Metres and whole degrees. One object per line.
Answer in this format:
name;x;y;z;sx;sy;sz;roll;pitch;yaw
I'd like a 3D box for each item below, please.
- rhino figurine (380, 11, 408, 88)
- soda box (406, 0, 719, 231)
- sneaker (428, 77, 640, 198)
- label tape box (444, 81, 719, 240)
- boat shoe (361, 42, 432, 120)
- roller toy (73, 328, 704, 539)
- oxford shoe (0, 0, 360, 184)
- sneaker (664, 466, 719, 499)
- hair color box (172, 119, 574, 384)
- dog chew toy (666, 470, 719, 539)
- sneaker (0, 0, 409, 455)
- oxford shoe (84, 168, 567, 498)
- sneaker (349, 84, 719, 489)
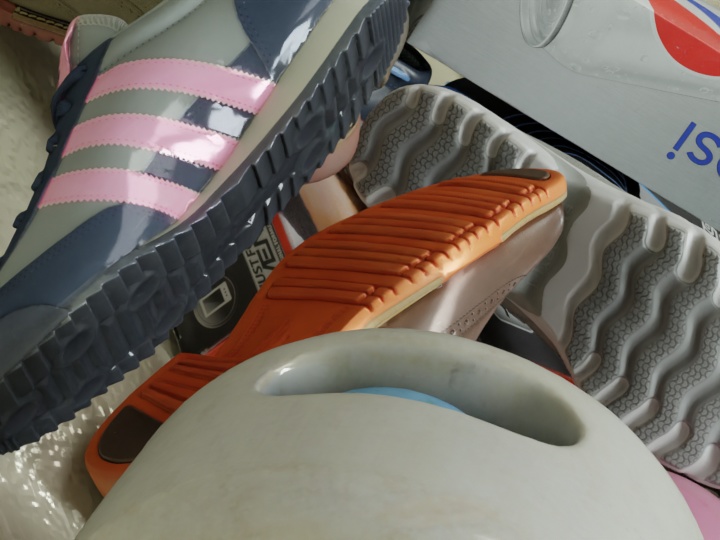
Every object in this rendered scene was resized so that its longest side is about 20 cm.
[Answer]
rhino figurine;-0.033;-0.134;1.012;0.087;0.060;0.200;47;-10;36
soda box;0.118;-0.080;1.167;0.200;0.068;0.063;31;21;-10
sneaker;0.091;-0.026;1.183;0.078;0.070;0.200;-7;35;-28
label tape box;0.120;0.003;1.298;0.200;0.066;0.144;46;24;-26
boat shoe;-0.048;-0.135;1.145;0.200;0.069;0.084;45;25;-24
roller toy;0.006;0.117;0.761;0.200;0.182;0.140;52;22;-8
oxford shoe;-0.077;-0.112;0.972;0.200;0.074;0.071;31;48;12
sneaker;0.111;0.076;1.121;0.200;0.075;0.071;27;-53;54
hair color box;0.000;0.000;1.067;0.200;0.061;0.102;19;41;-53
dog chew toy;0.060;0.131;0.941;0.200;0.124;0.125;-6;64;-56
sneaker;-0.074;-0.031;0.874;0.082;0.200;0.070;35;-25;15
oxford shoe;-0.001;0.035;0.928;0.200;0.071;0.073;-37;115;-27
sneaker;0.091;0.000;1.024;0.200;0.075;0.082;42;13;14
